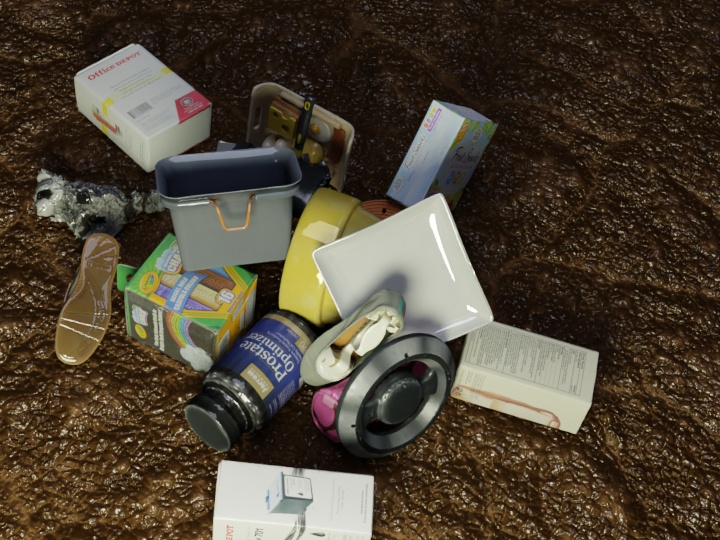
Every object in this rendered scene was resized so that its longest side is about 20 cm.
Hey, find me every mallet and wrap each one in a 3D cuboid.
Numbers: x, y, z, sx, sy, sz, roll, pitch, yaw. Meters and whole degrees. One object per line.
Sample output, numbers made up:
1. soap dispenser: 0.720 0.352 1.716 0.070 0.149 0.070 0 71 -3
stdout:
1. mallet: -0.112 -0.197 1.764 0.065 0.202 0.041 19 30 18

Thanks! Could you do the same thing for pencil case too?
1. pencil case: 0.023 0.165 1.559 0.199 0.094 0.091 -32 62 -28

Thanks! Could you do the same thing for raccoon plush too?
1. raccoon plush: -0.429 -0.109 1.733 0.133 0.098 0.199 33 23 33

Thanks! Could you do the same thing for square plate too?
1. square plate: 0.059 0.020 1.495 0.198 0.200 0.028 -24 14 3

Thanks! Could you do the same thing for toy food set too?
1. toy food set: -0.104 -0.211 1.801 0.199 0.144 0.060 30 50 14

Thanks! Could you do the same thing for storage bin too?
1. storage bin: -0.179 -0.077 1.513 0.197 0.136 0.146 -8 33 -9

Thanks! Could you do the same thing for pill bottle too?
1. pill bottle: -0.152 0.157 1.524 0.111 0.112 0.200 32 54 16

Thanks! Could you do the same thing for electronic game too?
1. electronic game: 0.050 0.175 1.490 0.198 0.202 0.042 -23 41 -25

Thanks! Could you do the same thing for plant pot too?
1. plant pot: 0.000 0.000 1.591 0.187 0.202 0.202 17 51 8

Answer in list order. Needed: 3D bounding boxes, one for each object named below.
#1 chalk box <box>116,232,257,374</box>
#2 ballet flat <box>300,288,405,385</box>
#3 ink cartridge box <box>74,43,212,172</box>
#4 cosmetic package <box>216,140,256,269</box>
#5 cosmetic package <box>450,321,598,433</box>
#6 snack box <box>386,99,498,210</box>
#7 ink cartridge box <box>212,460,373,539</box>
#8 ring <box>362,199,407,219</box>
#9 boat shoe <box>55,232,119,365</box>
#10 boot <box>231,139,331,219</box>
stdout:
1. chalk box: -0.268 0.042 1.589 0.198 0.125 0.124 26 52 10
2. ballet flat: -0.015 0.103 1.460 0.067 0.200 0.064 36 26 -21
3. ink cartridge box: -0.374 -0.283 1.854 0.200 0.084 0.145 40 56 21
4. cosmetic package: -0.205 -0.097 1.721 0.089 0.107 0.202 10 49 0
5. cosmetic package: 0.244 0.155 1.606 0.198 0.088 0.104 17 50 6
6. snack box: 0.136 -0.183 1.750 0.067 0.170 0.200 31 14 16
7. ink cartridge box: -0.089 0.320 1.383 0.197 0.147 0.087 5 53 -5
8. ring: 0.021 -0.014 1.694 0.198 0.019 0.203 -6 71 19
9. boat shoe: -0.408 0.047 1.602 0.071 0.072 0.203 15 71 -19
10. boot: -0.143 -0.112 1.632 0.161 0.074 0.199 21 47 8
